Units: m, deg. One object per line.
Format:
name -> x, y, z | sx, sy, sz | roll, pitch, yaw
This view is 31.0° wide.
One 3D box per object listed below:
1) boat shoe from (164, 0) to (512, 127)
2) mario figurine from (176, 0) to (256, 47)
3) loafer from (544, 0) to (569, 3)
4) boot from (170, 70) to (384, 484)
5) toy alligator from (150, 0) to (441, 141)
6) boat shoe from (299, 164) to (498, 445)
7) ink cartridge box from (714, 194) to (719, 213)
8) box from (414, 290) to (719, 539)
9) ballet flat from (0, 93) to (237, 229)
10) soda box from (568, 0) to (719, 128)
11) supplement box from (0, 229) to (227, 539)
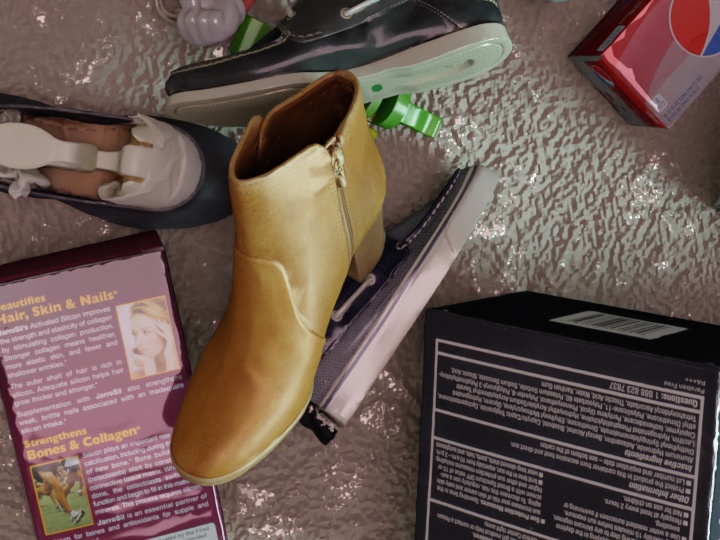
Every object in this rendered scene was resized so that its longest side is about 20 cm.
boat shoe -> -0.017, -0.128, 0.736 | 0.197, 0.072, 0.069 | -15, 81, -2
mario figurine -> -0.053, -0.202, 0.745 | 0.197, 0.106, 0.125 | -3, 60, -18
loafer -> 0.086, -0.258, 0.788 | 0.069, 0.070, 0.203 | -18, 92, -14
boot -> -0.053, 0.001, 0.691 | 0.070, 0.145, 0.202 | 23, 63, 24
toy alligator -> -0.035, -0.126, 0.789 | 0.198, 0.054, 0.060 | 24, 93, -13
boat shoe -> 0.000, 0.000, 0.809 | 0.092, 0.075, 0.201 | 34, 80, 3
ink cartridge box -> 0.347, -0.062, 0.803 | 0.198, 0.145, 0.147 | 27, 92, 4
box -> 0.142, 0.129, 0.774 | 0.122, 0.198, 0.202 | -7, 104, -49
ballet flat -> -0.156, -0.064, 0.767 | 0.197, 0.073, 0.074 | 10, 96, -12
soda box -> 0.229, -0.186, 0.828 | 0.070, 0.063, 0.200 | 42, 89, -13
supplement box -> -0.151, 0.088, 0.781 | 0.109, 0.086, 0.203 | -12, 100, -9
